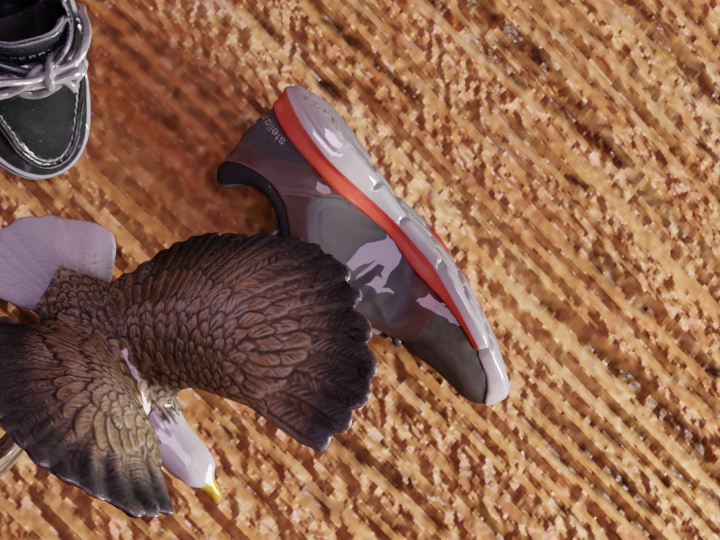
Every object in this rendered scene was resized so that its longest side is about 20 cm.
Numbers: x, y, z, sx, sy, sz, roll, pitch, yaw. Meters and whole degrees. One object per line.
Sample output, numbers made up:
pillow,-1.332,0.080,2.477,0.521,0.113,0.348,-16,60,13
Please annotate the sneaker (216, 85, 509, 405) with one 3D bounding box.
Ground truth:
sneaker,0.000,0.000,0.957,0.082,0.077,0.200,-37,100,7

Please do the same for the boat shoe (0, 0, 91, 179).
boat shoe,-0.157,-0.108,0.835,0.073,0.068,0.200,-26,139,-21

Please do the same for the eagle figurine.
eagle figurine,-0.100,0.047,0.828,0.150,0.200,0.152,23,72,-20
